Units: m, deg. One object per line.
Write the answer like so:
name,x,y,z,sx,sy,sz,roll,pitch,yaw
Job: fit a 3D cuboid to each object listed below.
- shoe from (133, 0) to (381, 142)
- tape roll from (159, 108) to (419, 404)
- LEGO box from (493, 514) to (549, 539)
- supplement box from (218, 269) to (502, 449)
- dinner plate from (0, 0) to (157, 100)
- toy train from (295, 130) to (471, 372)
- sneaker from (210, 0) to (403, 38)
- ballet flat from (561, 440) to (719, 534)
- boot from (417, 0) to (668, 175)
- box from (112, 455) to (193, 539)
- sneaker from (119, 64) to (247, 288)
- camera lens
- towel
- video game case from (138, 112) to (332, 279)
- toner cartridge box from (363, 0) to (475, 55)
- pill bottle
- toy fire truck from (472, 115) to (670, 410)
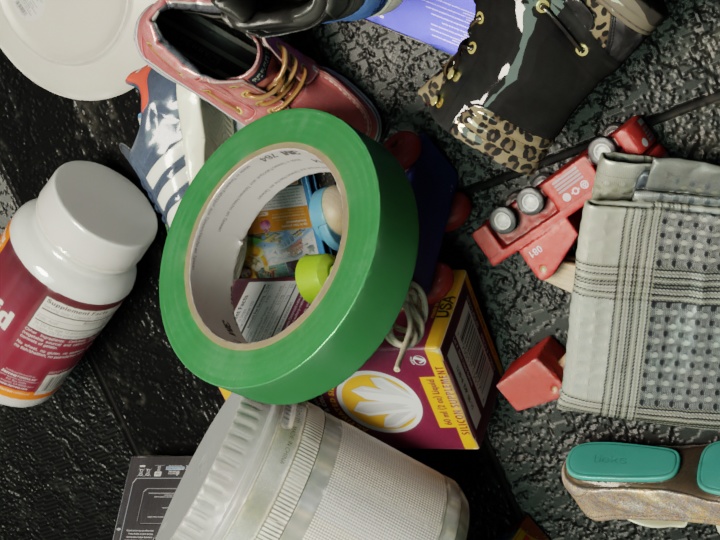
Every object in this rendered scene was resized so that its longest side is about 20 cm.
shoe,-0.069,-0.135,1.029,0.199,0.091,0.072,27,88,-13
tape roll,-0.052,-0.010,0.985,0.199,0.048,0.202,-16,63,34
LEGO box,0.147,0.313,1.091,0.200,0.149,0.077,49,120,2
supplement box,-0.006,0.070,1.093,0.199,0.086,0.111,-3,131,25
dinner plate,-0.236,-0.234,1.153,0.199,0.024,0.202,9,111,24
toy train,0.000,0.000,1.029,0.115,0.201,0.085,-17,131,35
sneaker,-0.076,-0.213,0.956,0.199,0.111,0.077,29,122,28
ballet flat,0.247,0.161,1.047,0.199,0.068,0.068,1,128,31
boot,0.084,-0.172,0.947,0.199,0.073,0.151,36,118,4
box,-0.115,0.235,1.192,0.199,0.048,0.159,-5,61,27
sneaker,-0.143,-0.067,1.120,0.084,0.075,0.202,0,97,23
camera lens,-0.031,0.190,1.042,0.199,0.160,0.160,29,120,-8
towel,0.239,0.021,0.979,0.191,0.035,0.201,7,114,5
video game case,-0.095,-0.040,1.157,0.142,0.018,0.201,-6,105,26
toner cartridge box,0.039,-0.218,1.016,0.199,0.043,0.096,25,117,16
pill bottle,-0.259,0.011,1.197,0.114,0.114,0.200,43,120,6
toy fire truck,0.158,-0.003,1.032,0.200,0.049,0.141,-35,92,29
